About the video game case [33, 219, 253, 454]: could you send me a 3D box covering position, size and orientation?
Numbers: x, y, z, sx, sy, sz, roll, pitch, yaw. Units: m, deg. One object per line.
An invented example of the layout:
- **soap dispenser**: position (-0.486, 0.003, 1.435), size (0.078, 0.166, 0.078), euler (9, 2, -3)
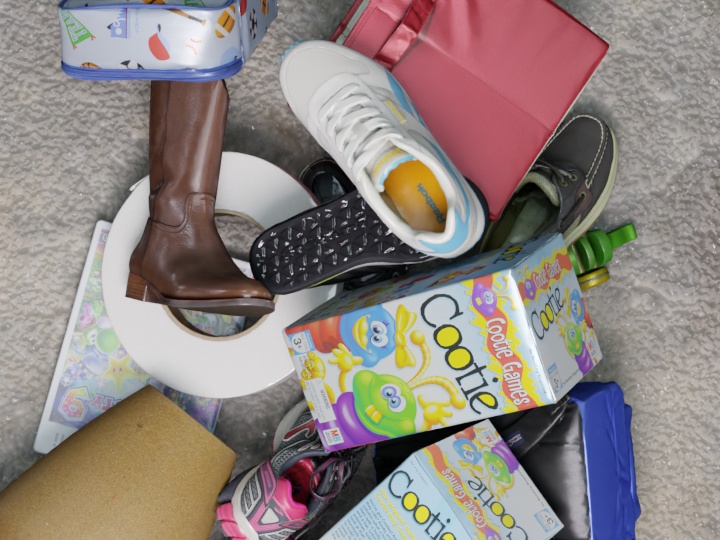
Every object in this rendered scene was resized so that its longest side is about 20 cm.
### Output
- **video game case**: position (-0.180, 0.073, 1.581), size (0.142, 0.018, 0.201), euler (16, 88, -5)

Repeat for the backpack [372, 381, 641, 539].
- **backpack**: position (0.120, 0.173, 1.534), size (0.199, 0.168, 0.164), euler (-4, 88, 29)

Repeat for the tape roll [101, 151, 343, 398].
- **tape roll**: position (-0.113, 0.003, 1.540), size (0.201, 0.037, 0.204), euler (0, 88, 10)

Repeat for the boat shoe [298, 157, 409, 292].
- **boat shoe**: position (0.002, -0.001, 1.573), size (0.074, 0.066, 0.201), euler (-18, 90, -3)

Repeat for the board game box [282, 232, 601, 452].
- **board game box**: position (0.062, 0.056, 1.417), size (0.199, 0.105, 0.104), euler (-16, 98, 31)

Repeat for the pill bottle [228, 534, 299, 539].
- **pill bottle**: position (-0.043, 0.302, 1.540), size (0.200, 0.112, 0.113), euler (42, 86, -3)

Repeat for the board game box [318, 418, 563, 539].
- **board game box**: position (0.040, 0.219, 1.435), size (0.200, 0.103, 0.105), euler (-46, 73, 36)

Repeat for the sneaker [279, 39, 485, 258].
- **sneaker**: position (0.014, -0.095, 1.376), size (0.077, 0.081, 0.200), euler (-44, 81, 8)

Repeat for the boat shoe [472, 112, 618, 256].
- **boat shoe**: position (0.153, -0.057, 1.558), size (0.071, 0.066, 0.201), euler (20, 65, 29)

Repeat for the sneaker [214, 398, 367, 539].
- **sneaker**: position (-0.035, 0.158, 1.519), size (0.075, 0.200, 0.081), euler (-31, 101, 37)

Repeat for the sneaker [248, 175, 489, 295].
- **sneaker**: position (0.007, -0.032, 1.463), size (0.199, 0.083, 0.072), euler (-13, 87, 15)

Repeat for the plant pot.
- **plant pot**: position (-0.193, 0.198, 1.498), size (0.186, 0.186, 0.200), euler (40, 83, -3)

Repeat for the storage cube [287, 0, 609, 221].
- **storage cube**: position (0.066, -0.156, 1.520), size (0.179, 0.200, 0.171), euler (34, 86, -9)

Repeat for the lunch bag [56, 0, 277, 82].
- **lunch bag**: position (-0.155, -0.210, 1.501), size (0.159, 0.200, 0.076), euler (0, 115, 11)

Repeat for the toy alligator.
- **toy alligator**: position (0.146, 0.002, 1.590), size (0.199, 0.054, 0.060), euler (-21, 90, -5)

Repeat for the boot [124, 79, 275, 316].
- **boot**: position (-0.117, -0.069, 1.455), size (0.064, 0.186, 0.202), euler (11, 88, -41)
